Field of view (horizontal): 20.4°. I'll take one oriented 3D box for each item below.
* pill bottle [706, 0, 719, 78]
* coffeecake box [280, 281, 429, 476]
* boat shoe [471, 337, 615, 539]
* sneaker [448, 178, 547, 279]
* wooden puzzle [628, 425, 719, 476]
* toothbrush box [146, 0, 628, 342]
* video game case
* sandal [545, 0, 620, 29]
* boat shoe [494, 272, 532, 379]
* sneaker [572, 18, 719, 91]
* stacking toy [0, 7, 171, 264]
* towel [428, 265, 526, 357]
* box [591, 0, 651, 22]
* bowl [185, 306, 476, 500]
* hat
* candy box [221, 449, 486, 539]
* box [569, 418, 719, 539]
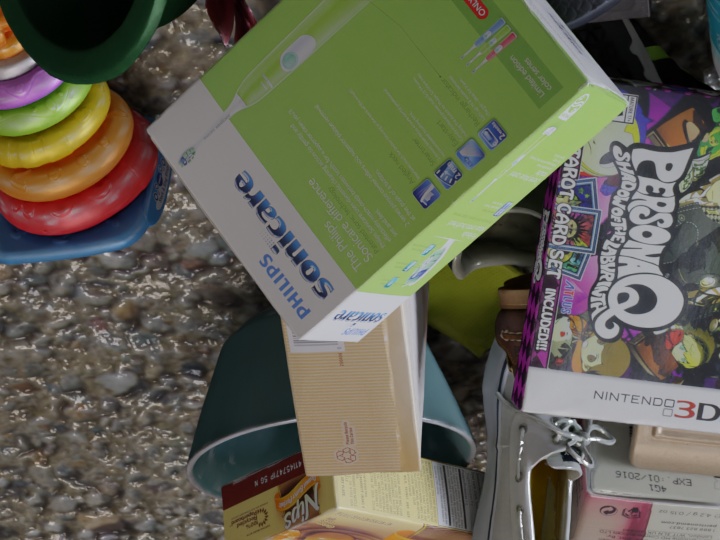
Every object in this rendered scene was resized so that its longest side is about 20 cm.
[{"bbox_3d":[0.237,-0.185,1.072,0.110,0.111,0.200,-5,139,10],"label":"pill bottle"},{"bbox_3d":[0.000,0.000,1.219,0.073,0.200,0.154,-3,128,7],"label":"coffeecake box"},{"bbox_3d":[0.128,0.123,1.352,0.074,0.203,0.086,18,168,-42],"label":"boat shoe"},{"bbox_3d":[0.141,-0.034,1.271,0.199,0.090,0.067,-5,137,10],"label":"sneaker"},{"bbox_3d":[0.283,0.049,1.352,0.184,0.037,0.201,6,108,-2],"label":"wooden puzzle"},{"bbox_3d":[0.013,-0.080,1.041,0.200,0.146,0.086,-42,164,14],"label":"toothbrush box"},{"bbox_3d":[0.192,-0.006,1.167,0.180,0.036,0.201,7,101,-8],"label":"video game case"},{"bbox_3d":[0.059,-0.151,1.095,0.199,0.076,0.043,-16,175,21],"label":"sandal"},{"bbox_3d":[0.123,0.036,1.285,0.070,0.200,0.071,-6,94,17],"label":"boat shoe"},{"bbox_3d":[0.197,-0.086,1.222,0.200,0.083,0.072,56,148,-13],"label":"sneaker"},{"bbox_3d":[-0.196,-0.108,1.198,0.109,0.116,0.200,-8,135,15],"label":"stacking toy"},{"bbox_3d":[0.036,-0.005,1.369,0.200,0.018,0.086,30,133,-28],"label":"towel"},{"bbox_3d":[0.058,-0.203,1.113,0.199,0.048,0.159,-5,140,10],"label":"box"},{"bbox_3d":[-0.023,0.087,1.392,0.200,0.105,0.201,-4,155,-2],"label":"bowl"},{"bbox_3d":[-0.096,-0.185,1.137,0.176,0.165,0.201,-9,120,-44],"label":"hat"},{"bbox_3d":[0.015,0.173,1.395,0.200,0.056,0.115,16,148,-42],"label":"candy box"},{"bbox_3d":[0.201,0.174,1.480,0.108,0.128,0.200,5,139,-2],"label":"box"}]
